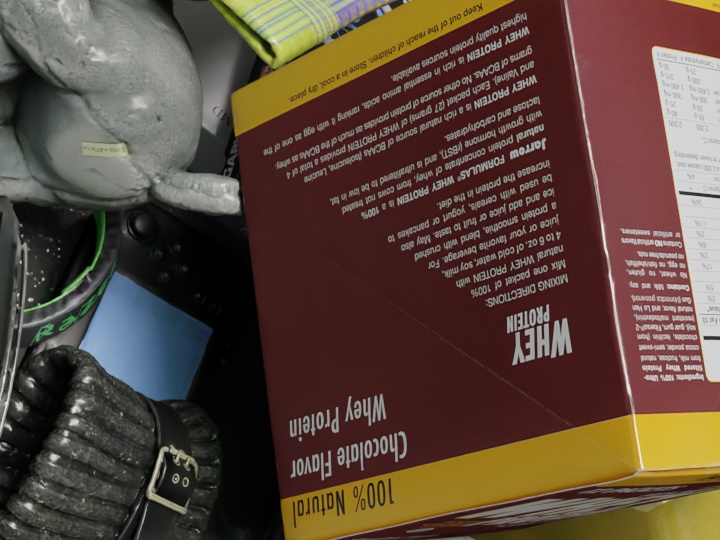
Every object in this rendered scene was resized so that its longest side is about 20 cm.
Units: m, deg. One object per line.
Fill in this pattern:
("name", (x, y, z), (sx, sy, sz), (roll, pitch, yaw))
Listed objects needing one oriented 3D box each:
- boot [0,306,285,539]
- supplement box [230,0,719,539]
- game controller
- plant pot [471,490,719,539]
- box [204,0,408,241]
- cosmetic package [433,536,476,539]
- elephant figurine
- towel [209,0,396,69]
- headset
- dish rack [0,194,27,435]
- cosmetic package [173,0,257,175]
("boot", (-0.088, 0.067, 0.840), (0.158, 0.079, 0.212), (36, 59, -31))
("supplement box", (0.066, -0.001, 0.733), (0.132, 0.197, 0.201), (3, 74, -42))
("game controller", (-0.121, 0.063, 0.887), (0.104, 0.042, 0.201), (28, 63, -15))
("plant pot", (0.162, 0.133, 0.919), (0.194, 0.195, 0.201), (-34, 116, -32))
("box", (0.029, -0.075, 0.967), (0.199, 0.050, 0.200), (31, 67, -34))
("cosmetic package", (-0.021, 0.215, 0.845), (0.084, 0.108, 0.201), (26, 64, -17))
("elephant figurine", (-0.124, -0.123, 0.839), (0.156, 0.141, 0.200), (63, 25, -28))
("towel", (-0.042, -0.164, 0.843), (0.143, 0.023, 0.200), (38, 33, 7))
("headset", (-0.204, -0.052, 0.854), (0.200, 0.094, 0.124), (37, 58, 8))
("dish rack", (-0.241, 0.030, 0.769), (0.199, 0.055, 0.154), (-4, 69, 19))
("cosmetic package", (-0.091, -0.151, 0.973), (0.200, 0.052, 0.151), (40, 62, -10))
